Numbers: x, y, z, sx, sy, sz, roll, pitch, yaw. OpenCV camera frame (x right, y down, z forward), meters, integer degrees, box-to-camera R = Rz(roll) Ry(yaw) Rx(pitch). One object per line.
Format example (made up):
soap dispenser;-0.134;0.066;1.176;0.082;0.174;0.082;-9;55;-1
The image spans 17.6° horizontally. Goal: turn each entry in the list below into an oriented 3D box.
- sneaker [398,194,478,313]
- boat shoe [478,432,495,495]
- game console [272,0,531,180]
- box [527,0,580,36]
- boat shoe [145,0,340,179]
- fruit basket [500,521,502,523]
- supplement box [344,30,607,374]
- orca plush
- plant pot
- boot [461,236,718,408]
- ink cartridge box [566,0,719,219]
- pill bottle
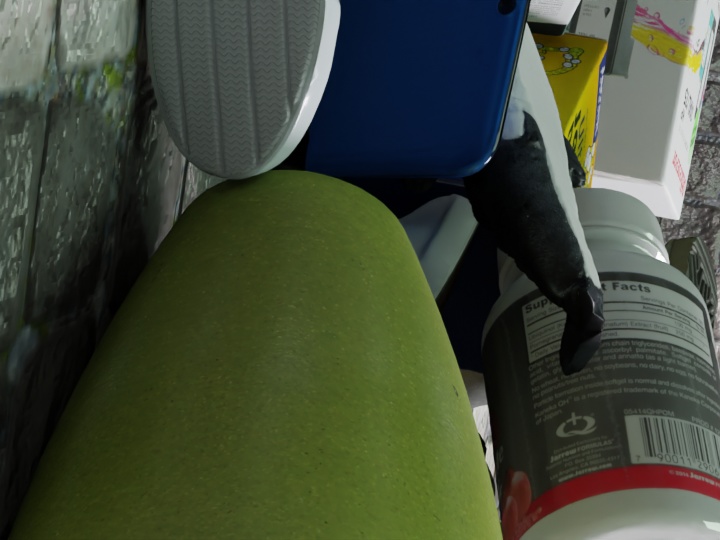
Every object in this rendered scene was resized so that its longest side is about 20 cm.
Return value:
sneaker;0.000;0.000;1.061;0.200;0.084;0.073;-47;160;-67
boat shoe;-0.001;0.121;0.994;0.200;0.075;0.061;-61;138;-52
game console;0.033;-0.122;1.046;0.171;0.117;0.202;55;47;-73
box;0.080;-0.174;1.198;0.200;0.081;0.050;110;-15;-80
boat shoe;-0.031;-0.135;0.843;0.071;0.071;0.202;-34;131;-68
fruit basket;0.122;0.228;1.148;0.156;0.214;0.217;73;30;-64
supplement box;0.059;-0.046;1.250;0.200;0.109;0.110;-61;159;-57
orca plush;0.058;-0.042;1.047;0.105;0.071;0.201;34;35;-62
plant pot;-0.032;0.068;0.826;0.188;0.185;0.201;86;6;-50
boot;0.087;0.053;1.259;0.182;0.198;0.073;-58;134;-58
ink cartridge box;0.150;-0.150;1.494;0.147;0.145;0.202;31;70;-77
pill bottle;0.113;0.062;1.068;0.111;0.110;0.201;86;0;-50
